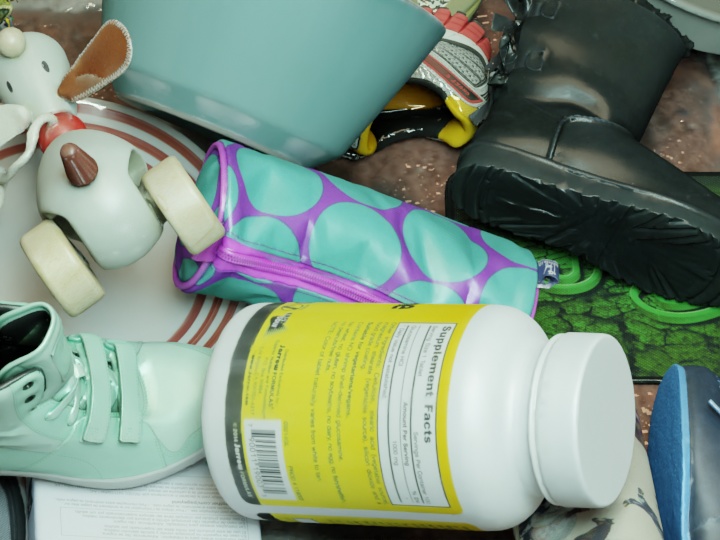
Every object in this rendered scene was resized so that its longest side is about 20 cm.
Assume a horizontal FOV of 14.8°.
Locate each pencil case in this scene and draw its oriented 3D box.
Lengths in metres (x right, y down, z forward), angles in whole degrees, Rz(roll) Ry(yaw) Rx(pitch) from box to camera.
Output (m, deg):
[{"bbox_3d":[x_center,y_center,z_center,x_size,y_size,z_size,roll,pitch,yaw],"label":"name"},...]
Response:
[{"bbox_3d":[0.112,0.137,1.427,0.089,0.078,0.201,-11,49,3],"label":"pencil case"},{"bbox_3d":[0.000,0.000,1.484,0.199,0.085,0.093,19,25,-16],"label":"pencil case"}]

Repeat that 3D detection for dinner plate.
[{"bbox_3d":[-0.157,-0.009,1.503,0.199,0.024,0.201,7,55,-10],"label":"dinner plate"}]

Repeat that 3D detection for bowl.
[{"bbox_3d":[-0.064,-0.123,1.523,0.200,0.201,0.105,22,89,16],"label":"bowl"}]

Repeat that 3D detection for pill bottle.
[{"bbox_3d":[0.031,0.073,1.388,0.199,0.113,0.113,1,46,25],"label":"pill bottle"}]

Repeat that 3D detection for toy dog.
[{"bbox_3d":[-0.156,-0.067,1.417,0.200,0.096,0.132,30,67,38],"label":"toy dog"}]

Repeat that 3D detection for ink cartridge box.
[{"bbox_3d":[-0.110,0.147,1.424,0.119,0.042,0.201,4,46,-14],"label":"ink cartridge box"}]

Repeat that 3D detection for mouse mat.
[{"bbox_3d":[0.148,0.001,1.592,0.199,0.008,0.161,1,49,-2],"label":"mouse mat"}]

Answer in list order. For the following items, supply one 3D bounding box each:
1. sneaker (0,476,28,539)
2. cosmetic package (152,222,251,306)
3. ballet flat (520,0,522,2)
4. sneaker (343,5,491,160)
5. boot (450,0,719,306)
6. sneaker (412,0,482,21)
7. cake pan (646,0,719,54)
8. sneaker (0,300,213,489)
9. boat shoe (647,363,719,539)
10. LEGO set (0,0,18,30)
[{"bbox_3d":[-0.214,0.147,1.382,0.075,0.114,0.201,10,49,7],"label":"sneaker"},{"bbox_3d":[-0.107,-0.026,1.576,0.199,0.051,0.083,19,53,13],"label":"cosmetic package"},{"bbox_3d":[0.115,-0.197,1.744,0.066,0.057,0.200,-27,46,8],"label":"ballet flat"},{"bbox_3d":[-0.020,-0.112,1.636,0.199,0.078,0.082,-1,50,-2],"label":"sneaker"},{"bbox_3d":[0.154,-0.080,1.594,0.197,0.073,0.163,20,54,4],"label":"boot"},{"bbox_3d":[-0.018,-0.174,1.682,0.199,0.089,0.077,-9,50,-10],"label":"sneaker"},{"bbox_3d":[0.200,-0.201,1.708,0.199,0.037,0.201,16,39,-13],"label":"cake pan"},{"bbox_3d":[-0.137,0.058,1.379,0.199,0.118,0.074,-5,67,-23],"label":"sneaker"},{"bbox_3d":[0.190,0.145,1.435,0.068,0.084,0.201,2,65,-10],"label":"boat shoe"},{"bbox_3d":[-0.231,-0.147,1.600,0.116,0.201,0.154,-26,34,-24],"label":"LEGO set"}]
